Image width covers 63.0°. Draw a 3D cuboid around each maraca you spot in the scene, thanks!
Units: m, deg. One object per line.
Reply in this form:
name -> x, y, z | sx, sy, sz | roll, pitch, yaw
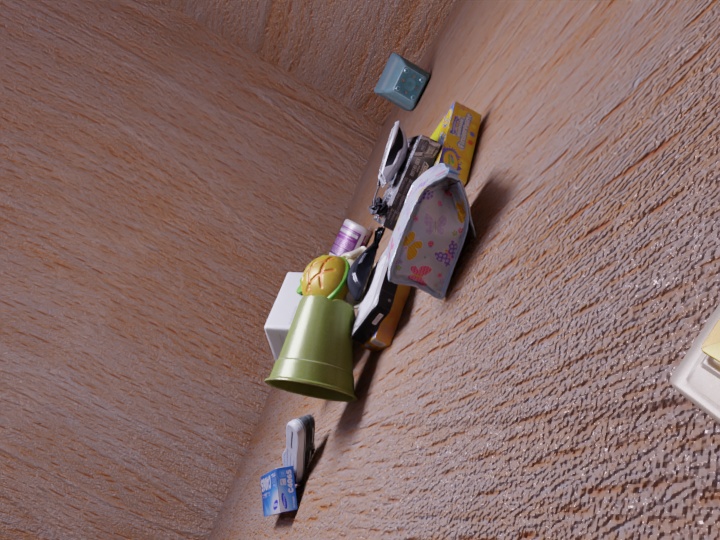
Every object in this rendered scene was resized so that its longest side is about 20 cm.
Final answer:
maraca -> -0.089, 0.021, 1.379 | 0.138, 0.107, 0.199 | -50, 27, -11

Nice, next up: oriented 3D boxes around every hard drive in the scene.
hard drive -> 0.041, 0.036, 1.225 | 0.140, 0.037, 0.202 | -55, 11, 49

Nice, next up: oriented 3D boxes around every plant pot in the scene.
plant pot -> 0.199, -0.838, 2.631 | 0.198, 0.194, 0.200 | -61, 17, 14
plant pot -> -0.086, 0.161, 1.245 | 0.200, 0.196, 0.194 | 135, 148, -66

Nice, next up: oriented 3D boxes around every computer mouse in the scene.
computer mouse -> 0.064, -0.210, 1.228 | 0.110, 0.043, 0.204 | -131, 58, -84
computer mouse -> 0.000, 0.000, 1.339 | 0.141, 0.045, 0.202 | 109, -178, -51

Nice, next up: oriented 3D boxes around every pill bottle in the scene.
pill bottle -> -0.048, -0.075, 2.148 | 0.203, 0.111, 0.112 | -64, 8, 2

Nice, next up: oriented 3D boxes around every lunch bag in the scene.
lunch bag -> 0.125, -0.078, 1.000 | 0.170, 0.125, 0.204 | -87, 14, -75

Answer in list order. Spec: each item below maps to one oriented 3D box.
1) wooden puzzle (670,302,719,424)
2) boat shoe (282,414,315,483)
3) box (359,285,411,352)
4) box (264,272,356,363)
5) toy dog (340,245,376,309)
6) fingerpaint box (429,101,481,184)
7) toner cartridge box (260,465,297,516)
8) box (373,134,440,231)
wooden puzzle -> 0.241, 0.013, 0.271 | 0.187, 0.037, 0.200 | -63, 8, 12
boat shoe -> -0.135, 0.419, 1.369 | 0.070, 0.072, 0.203 | -18, -46, -35
box -> 0.063, 0.068, 1.250 | 0.119, 0.041, 0.203 | 136, 156, -69
box -> -0.118, 0.144, 1.482 | 0.201, 0.168, 0.203 | -73, -20, -46
toy dog -> -0.020, 0.024, 1.630 | 0.195, 0.139, 0.200 | -54, 1, 33
fingerpaint box -> 0.180, -0.230, 1.272 | 0.167, 0.072, 0.203 | 126, 164, -56
toner cartridge box -> -0.196, 0.524, 1.390 | 0.200, 0.042, 0.097 | 128, 135, -59
box -> 0.096, -0.186, 1.263 | 0.158, 0.049, 0.203 | -123, 56, -79
